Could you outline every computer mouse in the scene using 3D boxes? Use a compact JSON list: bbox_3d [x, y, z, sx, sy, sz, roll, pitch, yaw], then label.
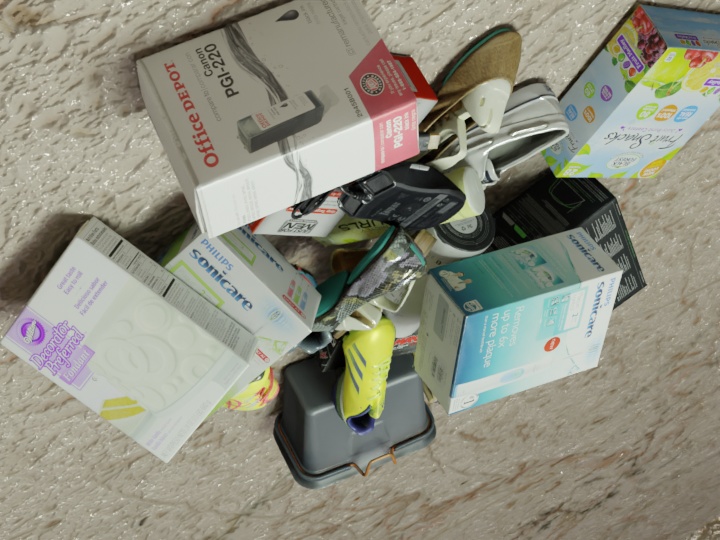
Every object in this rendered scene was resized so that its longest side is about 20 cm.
[{"bbox_3d":[0.036,-0.095,1.322,0.199,0.046,0.140,3,148,-41],"label":"computer mouse"}]

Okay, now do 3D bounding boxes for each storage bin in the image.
[{"bbox_3d":[-0.006,0.171,1.780,0.199,0.146,0.135,-20,141,-14],"label":"storage bin"}]

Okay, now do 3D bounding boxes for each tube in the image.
[{"bbox_3d":[0.030,-0.059,1.463,0.199,0.058,0.052,-13,-157,26],"label":"tube"}]

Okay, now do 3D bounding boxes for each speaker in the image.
[{"bbox_3d":[0.071,-0.004,1.574,0.081,0.082,0.200,-10,154,-30],"label":"speaker"}]

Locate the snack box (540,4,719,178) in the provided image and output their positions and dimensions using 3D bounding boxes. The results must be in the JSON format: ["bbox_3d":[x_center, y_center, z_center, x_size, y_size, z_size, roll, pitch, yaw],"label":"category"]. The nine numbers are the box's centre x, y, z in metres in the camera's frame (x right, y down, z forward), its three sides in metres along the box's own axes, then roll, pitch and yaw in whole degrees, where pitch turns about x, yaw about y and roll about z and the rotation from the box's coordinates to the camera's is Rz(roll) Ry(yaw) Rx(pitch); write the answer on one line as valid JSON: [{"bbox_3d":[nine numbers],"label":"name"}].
[{"bbox_3d":[0.306,-0.185,1.516,0.168,0.068,0.200,-3,145,-39],"label":"snack box"}]

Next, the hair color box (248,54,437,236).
[{"bbox_3d":[-0.027,-0.118,1.344,0.101,0.061,0.200,2,140,-43],"label":"hair color box"}]

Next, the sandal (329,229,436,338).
[{"bbox_3d":[0.003,-0.004,1.502,0.078,0.070,0.212,-52,-175,-36],"label":"sandal"}]

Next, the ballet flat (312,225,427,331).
[{"bbox_3d":[0.003,0.026,1.425,0.072,0.072,0.200,-5,158,-36],"label":"ballet flat"}]

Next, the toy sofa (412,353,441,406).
[{"bbox_3d":[0.160,0.091,1.833,0.199,0.083,0.098,-26,157,-3],"label":"toy sofa"}]

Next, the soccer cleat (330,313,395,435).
[{"bbox_3d":[0.012,0.120,1.609,0.064,0.084,0.200,-16,153,-20],"label":"soccer cleat"}]

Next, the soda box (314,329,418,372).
[{"bbox_3d":[0.037,0.060,1.694,0.199,0.064,0.071,-11,148,-30],"label":"soda box"}]

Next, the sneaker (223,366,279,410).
[{"bbox_3d":[-0.125,0.115,1.556,0.090,0.079,0.200,19,168,-17],"label":"sneaker"}]

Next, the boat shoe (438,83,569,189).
[{"bbox_3d":[0.121,-0.118,1.464,0.199,0.066,0.074,-32,152,13],"label":"boat shoe"}]

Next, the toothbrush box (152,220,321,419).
[{"bbox_3d":[-0.161,0.051,1.407,0.200,0.086,0.146,-39,105,20],"label":"toothbrush box"}]

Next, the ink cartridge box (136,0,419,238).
[{"bbox_3d":[-0.069,-0.136,1.185,0.199,0.146,0.085,-24,153,-8],"label":"ink cartridge box"}]

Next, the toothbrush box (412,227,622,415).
[{"bbox_3d":[0.168,0.053,1.527,0.199,0.085,0.147,-15,135,-25],"label":"toothbrush box"}]

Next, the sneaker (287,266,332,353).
[{"bbox_3d":[-0.090,0.038,1.511,0.079,0.096,0.200,-39,150,20],"label":"sneaker"}]

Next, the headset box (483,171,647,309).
[{"bbox_3d":[0.213,0.001,1.646,0.200,0.093,0.174,-37,138,-4],"label":"headset box"}]

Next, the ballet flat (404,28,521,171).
[{"bbox_3d":[0.094,-0.147,1.388,0.200,0.073,0.068,-40,146,21],"label":"ballet flat"}]

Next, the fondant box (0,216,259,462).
[{"bbox_3d":[-0.218,0.068,1.343,0.144,0.200,0.058,-49,-172,23],"label":"fondant box"}]
